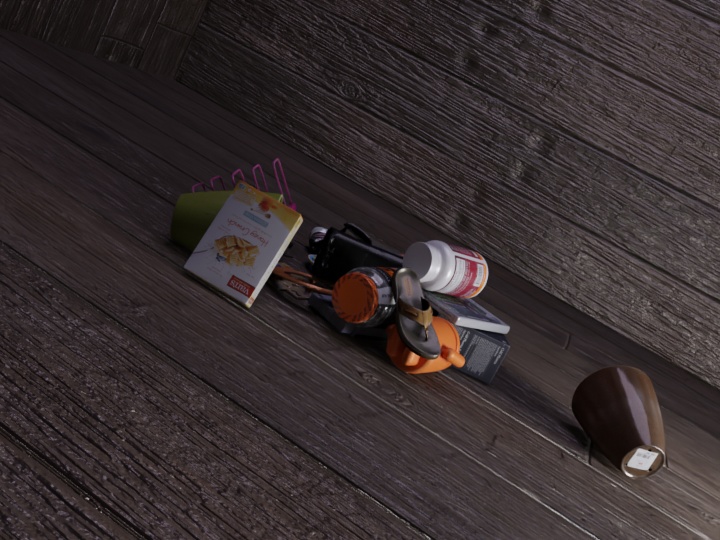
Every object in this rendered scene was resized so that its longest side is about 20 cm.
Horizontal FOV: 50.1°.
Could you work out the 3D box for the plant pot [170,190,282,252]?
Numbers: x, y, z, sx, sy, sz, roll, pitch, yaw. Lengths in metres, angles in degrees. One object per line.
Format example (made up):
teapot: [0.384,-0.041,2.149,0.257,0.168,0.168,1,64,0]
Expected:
plant pot: [-0.275,-0.087,1.563,0.198,0.189,0.187,14,14,-3]

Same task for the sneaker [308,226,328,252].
sneaker: [-0.054,-0.042,2.074,0.198,0.081,0.086,20,24,1]

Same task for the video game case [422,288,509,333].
video game case: [0.221,0.081,1.762,0.199,0.024,0.182,13,18,-44]

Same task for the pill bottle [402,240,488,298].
pill bottle: [0.189,-0.005,1.736,0.199,0.114,0.113,14,19,-45]

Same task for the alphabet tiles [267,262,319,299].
alphabet tiles: [-0.177,0.012,1.720,0.199,0.006,0.166,35,15,30]

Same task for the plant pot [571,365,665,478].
plant pot: [0.571,0.339,1.654,0.186,0.188,0.201,24,26,-15]

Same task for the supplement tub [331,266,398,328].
supplement tub: [0.030,0.054,1.577,0.122,0.123,0.200,33,14,23]

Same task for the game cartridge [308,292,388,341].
game cartridge: [-0.005,0.104,1.657,0.199,0.039,0.130,14,23,-47]

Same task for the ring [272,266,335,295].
ring: [-0.106,0.030,1.661,0.199,0.019,0.200,20,5,-2]

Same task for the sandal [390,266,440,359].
sandal: [0.109,0.074,1.472,0.081,0.055,0.202,6,57,-23]

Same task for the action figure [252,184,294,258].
action figure: [-0.231,-0.099,1.847,0.119,0.102,0.201,22,38,-60]

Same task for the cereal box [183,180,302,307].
cereal box: [-0.219,-0.051,1.450,0.143,0.201,0.040,28,-12,9]

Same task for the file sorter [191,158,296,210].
file sorter: [-0.258,-0.161,1.711,0.198,0.127,0.139,-16,11,3]

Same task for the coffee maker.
coffee maker: [0.000,0.000,1.743,0.198,0.135,0.193,22,25,-9]

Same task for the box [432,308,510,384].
box: [0.231,0.151,1.799,0.181,0.105,0.200,25,13,-5]

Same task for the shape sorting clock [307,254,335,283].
shape sorting clock: [-0.043,0.010,1.931,0.199,0.039,0.200,27,13,-7]

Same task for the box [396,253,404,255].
box: [0.163,0.045,2.087,0.199,0.098,0.124,33,14,22]

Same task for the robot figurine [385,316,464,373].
robot figurine: [0.131,0.151,1.568,0.199,0.143,0.118,6,70,-59]
